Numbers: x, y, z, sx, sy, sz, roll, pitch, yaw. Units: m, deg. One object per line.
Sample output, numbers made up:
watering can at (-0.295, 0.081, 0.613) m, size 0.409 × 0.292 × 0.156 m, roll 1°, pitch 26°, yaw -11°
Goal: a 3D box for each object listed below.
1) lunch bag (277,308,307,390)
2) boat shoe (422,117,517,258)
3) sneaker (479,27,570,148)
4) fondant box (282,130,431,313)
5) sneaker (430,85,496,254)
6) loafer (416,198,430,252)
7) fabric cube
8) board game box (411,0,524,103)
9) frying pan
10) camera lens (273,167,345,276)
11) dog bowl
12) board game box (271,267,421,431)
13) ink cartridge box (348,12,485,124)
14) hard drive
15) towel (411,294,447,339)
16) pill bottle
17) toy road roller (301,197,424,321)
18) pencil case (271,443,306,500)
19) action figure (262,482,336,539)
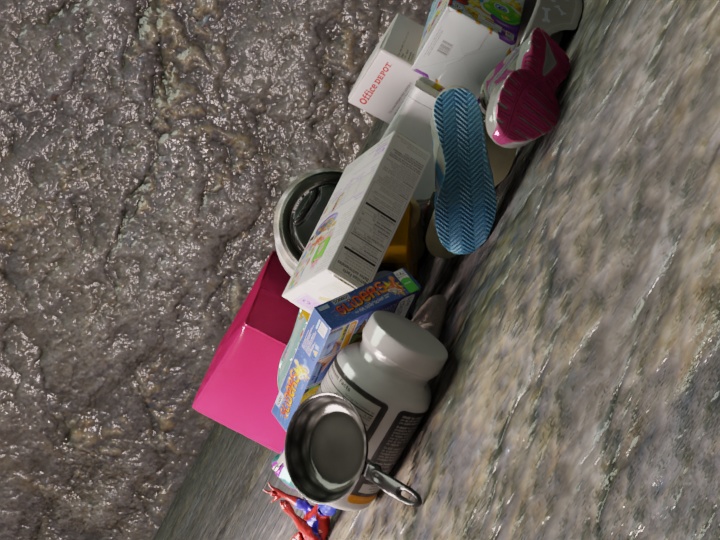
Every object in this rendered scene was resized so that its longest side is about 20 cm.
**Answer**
lunch bag at (-0.050, 0.129, 1.782) m, size 0.201 × 0.077 × 0.161 m, roll -64°, pitch 36°, yaw 34°
boat shoe at (0.134, -0.114, 1.640) m, size 0.063 × 0.073 × 0.202 m, roll -97°, pitch 29°, yaw -63°
sneaker at (0.184, -0.200, 1.540) m, size 0.088 × 0.081 × 0.200 m, roll -36°, pitch 16°, yaw 40°
fondant box at (-0.005, -0.053, 1.550) m, size 0.201 × 0.058 × 0.144 m, roll -63°, pitch 15°, yaw -23°
sneaker at (0.123, -0.120, 1.556) m, size 0.081 × 0.076 × 0.201 m, roll -72°, pitch -19°, yaw -76°
loafer at (0.080, -0.049, 1.886) m, size 0.072 × 0.073 × 0.200 m, roll -25°, pitch -10°, yaw -14°
fabric cube at (-0.112, 0.131, 2.007) m, size 0.200 × 0.196 × 0.200 m, roll -58°, pitch 8°, yaw 35°
board game box at (0.149, -0.328, 1.733) m, size 0.105 × 0.103 × 0.200 m, roll -58°, pitch 9°, yaw 37°
frying pan at (-0.005, 0.181, 1.330) m, size 0.189 × 0.031 × 0.116 m, roll -7°, pitch 78°, yaw 40°
camera lens at (-0.042, -0.052, 1.838) m, size 0.161 × 0.159 × 0.200 m, roll -63°, pitch 0°, yaw -6°
dog bowl at (0.217, -0.283, 1.728) m, size 0.201 × 0.058 × 0.200 m, roll -62°, pitch 7°, yaw 13°
board game box at (-0.018, 0.092, 1.488) m, size 0.135 × 0.034 × 0.200 m, roll -23°, pitch -29°, yaw -36°
ink cartridge box at (0.102, -0.266, 1.912) m, size 0.145 × 0.199 × 0.084 m, roll -50°, pitch 15°, yaw 58°
hard drive at (0.090, -0.162, 1.888) m, size 0.200 × 0.131 × 0.027 m, roll -58°, pitch 8°, yaw 33°
towel at (0.043, 0.127, 1.582) m, size 0.200 × 0.034 × 0.133 m, roll -56°, pitch 11°, yaw 43°
pill bottle at (0.007, 0.152, 1.422) m, size 0.201 × 0.116 × 0.116 m, roll -60°, pitch 8°, yaw 15°
toy road roller at (0.000, 0.000, 1.668) m, size 0.123 × 0.145 × 0.201 m, roll 79°, pitch -163°, yaw -55°
pencil case at (-0.057, 0.194, 1.672) m, size 0.085 × 0.092 × 0.201 m, roll 52°, pitch 139°, yaw 42°
action figure at (-0.057, 0.263, 1.568) m, size 0.200 × 0.099 × 0.065 m, roll -61°, pitch 6°, yaw 31°
